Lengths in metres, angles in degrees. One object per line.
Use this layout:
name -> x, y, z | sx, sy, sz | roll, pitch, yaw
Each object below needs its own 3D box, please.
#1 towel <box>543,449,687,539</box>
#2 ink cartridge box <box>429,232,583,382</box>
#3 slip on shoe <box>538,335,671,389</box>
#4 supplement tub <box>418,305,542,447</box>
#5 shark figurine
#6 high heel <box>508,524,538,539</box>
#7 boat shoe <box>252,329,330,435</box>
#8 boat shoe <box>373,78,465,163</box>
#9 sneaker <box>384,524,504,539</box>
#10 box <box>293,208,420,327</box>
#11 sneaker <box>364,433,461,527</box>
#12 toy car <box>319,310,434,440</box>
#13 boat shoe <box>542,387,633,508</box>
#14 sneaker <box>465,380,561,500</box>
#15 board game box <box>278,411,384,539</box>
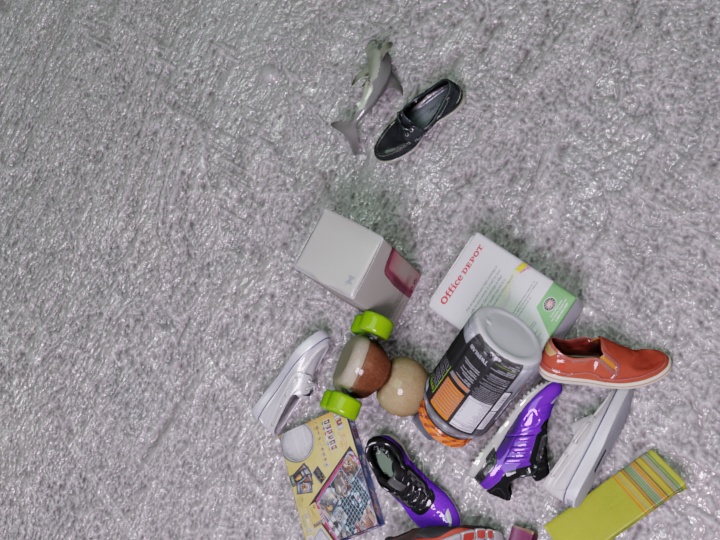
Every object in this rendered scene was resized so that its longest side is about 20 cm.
towel -> 0.363, 0.339, 1.205 | 0.198, 0.018, 0.086 | -35, 28, -1
ink cartridge box -> 0.231, 0.058, 1.345 | 0.199, 0.084, 0.146 | 35, 91, 27
slip on shoe -> 0.365, 0.131, 1.248 | 0.195, 0.062, 0.075 | 2, 30, 3
supplement tub -> 0.172, 0.162, 1.251 | 0.123, 0.121, 0.202 | 50, 129, 27
shark figurine -> 0.034, -0.329, 1.552 | 0.127, 0.089, 0.219 | -8, 59, 56
high heel -> 0.291, 0.446, 1.215 | 0.197, 0.067, 0.098 | 8, 68, 40
boat shoe -> -0.106, 0.197, 1.465 | 0.065, 0.073, 0.201 | 41, 103, 23
boat shoe -> 0.098, -0.271, 1.509 | 0.197, 0.066, 0.075 | -32, 65, 12
sneaker -> 0.123, 0.406, 1.262 | 0.082, 0.196, 0.079 | -146, 62, -63
box -> 0.000, 0.000, 1.396 | 0.126, 0.200, 0.110 | 27, 84, 27
sneaker -> 0.072, 0.341, 1.320 | 0.070, 0.099, 0.200 | -47, 66, 4
toy car -> 0.057, 0.185, 1.369 | 0.197, 0.158, 0.167 | 25, 80, -6
boat shoe -> 0.337, 0.249, 1.246 | 0.065, 0.072, 0.202 | 24, 78, 33
sneaker -> 0.258, 0.263, 1.282 | 0.099, 0.069, 0.201 | 40, 94, 18
board game box -> -0.051, 0.349, 1.410 | 0.133, 0.035, 0.204 | -24, 67, 15
